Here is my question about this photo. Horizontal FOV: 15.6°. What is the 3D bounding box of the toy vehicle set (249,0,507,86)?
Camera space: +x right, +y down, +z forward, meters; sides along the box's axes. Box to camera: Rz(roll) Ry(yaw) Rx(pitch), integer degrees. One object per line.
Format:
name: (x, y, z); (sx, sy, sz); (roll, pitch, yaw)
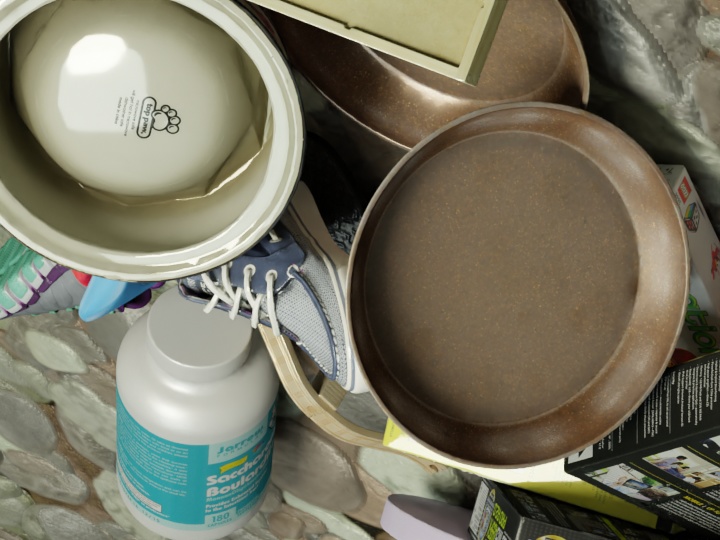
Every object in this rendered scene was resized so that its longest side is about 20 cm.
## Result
toy vehicle set: (-0.012, -0.188, 1.345); (0.200, 0.125, 0.027); (23, -174, 14)

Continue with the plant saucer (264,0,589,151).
plant saucer: (0.039, -0.139, 1.436); (0.200, 0.037, 0.201); (22, 146, 16)

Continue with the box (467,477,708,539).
box: (0.156, 0.175, 1.613); (0.160, 0.044, 0.200); (16, -178, -5)

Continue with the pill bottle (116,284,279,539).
pill bottle: (-0.111, 0.092, 1.790); (0.111, 0.111, 0.200); (24, 147, 12)

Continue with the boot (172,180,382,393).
boot: (-0.054, 0.014, 1.506); (0.200, 0.090, 0.073); (-124, 28, -59)

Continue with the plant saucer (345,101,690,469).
plant saucer: (0.082, 0.007, 1.422); (0.200, 0.200, 0.034); (45, 174, -20)

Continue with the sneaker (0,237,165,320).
sneaker: (-0.197, 0.012, 1.794); (0.087, 0.075, 0.200); (38, 146, -19)

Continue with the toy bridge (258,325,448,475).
toy bridge: (-0.015, 0.067, 1.720); (0.200, 0.067, 0.027); (43, 145, -18)

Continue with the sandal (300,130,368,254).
sandal: (0.000, 0.000, 1.630); (0.075, 0.045, 0.200); (-17, 111, 35)

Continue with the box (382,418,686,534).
box: (0.120, 0.113, 1.659); (0.200, 0.050, 0.075); (15, -174, 24)

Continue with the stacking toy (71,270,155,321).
stacking toy: (-0.193, -0.074, 1.665); (0.200, 0.110, 0.116); (37, 129, 13)

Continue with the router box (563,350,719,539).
router box: (0.238, 0.111, 1.512); (0.200, 0.051, 0.149); (27, 148, -36)

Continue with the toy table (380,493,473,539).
toy table: (0.077, 0.230, 1.747); (0.183, 0.117, 0.200); (14, -178, -19)

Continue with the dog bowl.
dog bowl: (-0.126, -0.096, 1.466); (0.200, 0.074, 0.201); (2, 121, 4)

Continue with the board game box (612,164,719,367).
board game box: (0.163, 0.019, 1.542); (0.126, 0.035, 0.200); (2, 137, 37)

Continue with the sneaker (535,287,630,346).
sneaker: (0.104, 0.063, 1.546); (0.071, 0.073, 0.200); (7, 153, -15)

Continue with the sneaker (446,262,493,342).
sneaker: (0.020, 0.025, 1.519); (0.078, 0.116, 0.200); (40, 140, -2)
